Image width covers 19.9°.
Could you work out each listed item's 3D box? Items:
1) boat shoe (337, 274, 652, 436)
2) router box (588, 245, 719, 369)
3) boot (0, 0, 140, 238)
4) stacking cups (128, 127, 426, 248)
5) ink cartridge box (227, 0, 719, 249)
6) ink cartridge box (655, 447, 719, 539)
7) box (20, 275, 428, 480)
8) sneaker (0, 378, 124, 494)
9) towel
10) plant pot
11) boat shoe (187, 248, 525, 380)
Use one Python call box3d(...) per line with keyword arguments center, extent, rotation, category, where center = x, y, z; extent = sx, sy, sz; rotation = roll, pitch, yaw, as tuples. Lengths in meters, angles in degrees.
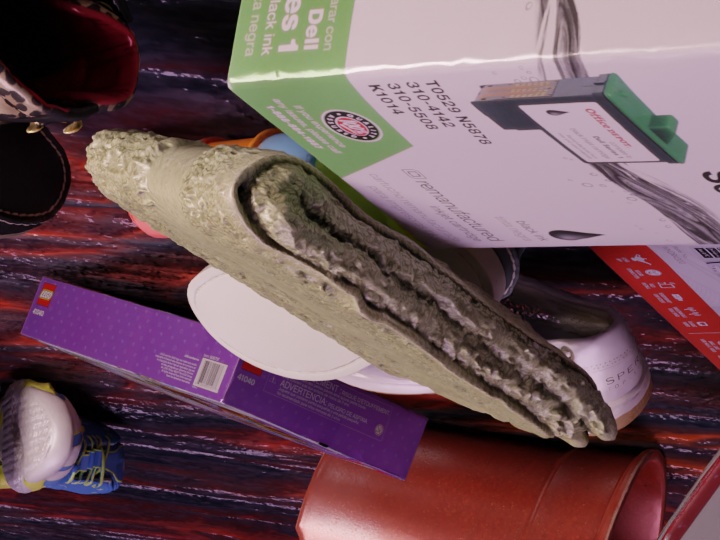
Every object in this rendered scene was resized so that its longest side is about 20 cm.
box3d(center=(0.045, 0.019, 0.990), extent=(0.199, 0.071, 0.070), rotation=(10, 137, 28), category="boat shoe")
box3d(center=(0.212, 0.001, 0.843), extent=(0.178, 0.049, 0.200), rotation=(0, 158, 32), category="router box")
box3d(center=(-0.150, -0.072, 0.820), extent=(0.150, 0.074, 0.200), rotation=(-2, 152, 35), category="boot")
box3d(center=(-0.021, -0.033, 0.864), extent=(0.199, 0.061, 0.060), rotation=(-4, 156, 39), category="stacking cups")
box3d(center=(0.082, -0.070, 0.655), extent=(0.199, 0.085, 0.146), rotation=(0, 159, 33), category="ink cartridge box")
box3d(center=(0.233, 0.143, 1.034), extent=(0.144, 0.146, 0.200), rotation=(36, 164, 11), category="ink cartridge box")
box3d(center=(-0.077, 0.057, 1.122), extent=(0.136, 0.039, 0.199), rotation=(27, 171, -40), category="box")
box3d(center=(-0.202, 0.118, 1.426), extent=(0.104, 0.076, 0.200), rotation=(6, 172, -24), category="sneaker")
box3d(center=(-0.003, 0.004, 0.788), extent=(0.199, 0.037, 0.148), rotation=(32, 171, -31), category="towel")
box3d(center=(0.069, 0.186, 1.279), extent=(0.194, 0.202, 0.201), rotation=(13, 163, 20), category="plant pot")
box3d(center=(0.000, 0.000, 0.938), extent=(0.199, 0.062, 0.073), rotation=(-14, 119, 47), category="boat shoe")
